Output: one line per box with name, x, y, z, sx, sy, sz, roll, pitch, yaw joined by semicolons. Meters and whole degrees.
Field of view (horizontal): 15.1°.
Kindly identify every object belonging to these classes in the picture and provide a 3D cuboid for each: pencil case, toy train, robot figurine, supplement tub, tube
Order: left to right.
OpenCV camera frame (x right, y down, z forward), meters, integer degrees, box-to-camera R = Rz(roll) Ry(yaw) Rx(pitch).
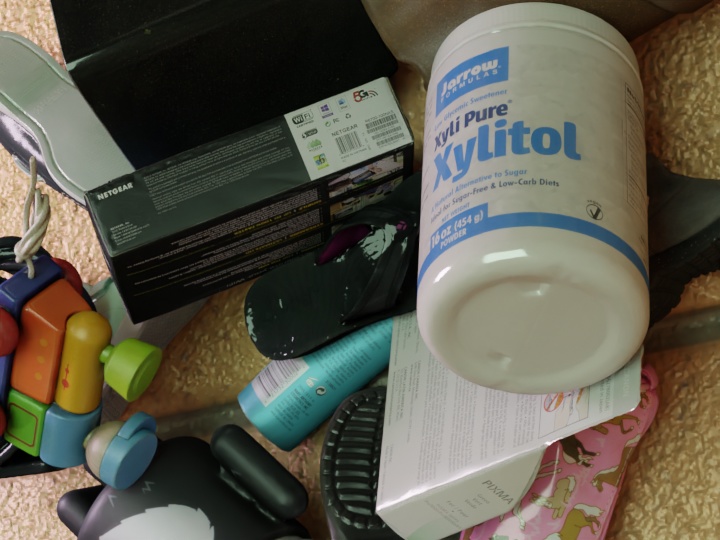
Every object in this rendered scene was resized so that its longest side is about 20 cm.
toy train;-0.172;0.038;1.670;0.116;0.085;0.200;27;128;18
robot figurine;-0.104;0.187;1.744;0.125;0.150;0.200;-38;62;-26
tube;0.007;0.033;1.755;0.200;0.050;0.077;-43;70;11
supplement tub;0.100;-0.041;1.560;0.132;0.132;0.200;-19;45;23
pencil case;0.116;0.143;1.666;0.083;0.086;0.200;23;95;64

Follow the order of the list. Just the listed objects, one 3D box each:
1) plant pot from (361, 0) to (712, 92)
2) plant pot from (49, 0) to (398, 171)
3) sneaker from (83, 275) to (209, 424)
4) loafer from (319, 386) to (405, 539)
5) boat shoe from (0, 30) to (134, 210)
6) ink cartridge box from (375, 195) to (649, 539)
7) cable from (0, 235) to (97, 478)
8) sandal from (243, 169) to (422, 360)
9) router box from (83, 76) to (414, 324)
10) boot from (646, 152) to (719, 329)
plant pot;0.112;-0.204;1.655;0.198;0.200;0.200;-35;70;26
plant pot;-0.089;-0.181;1.734;0.177;0.200;0.200;-22;56;8
sneaker;-0.176;0.010;1.829;0.118;0.074;0.200;42;104;20
loafer;0.010;0.170;1.716;0.073;0.071;0.200;1;63;1
boat shoe;-0.198;-0.089;1.856;0.076;0.060;0.200;-32;57;-18
ink cartridge box;0.101;0.060;1.623;0.200;0.050;0.161;-24;43;33
cable;-0.266;0.062;1.809;0.200;0.051;0.163;-7;96;27
sandal;0.000;0.001;1.690;0.200;0.048;0.075;-34;73;31
router box;-0.066;-0.041;1.700;0.200;0.149;0.051;-21;74;-6
boot;0.183;-0.054;1.666;0.200;0.070;0.132;-34;65;15
